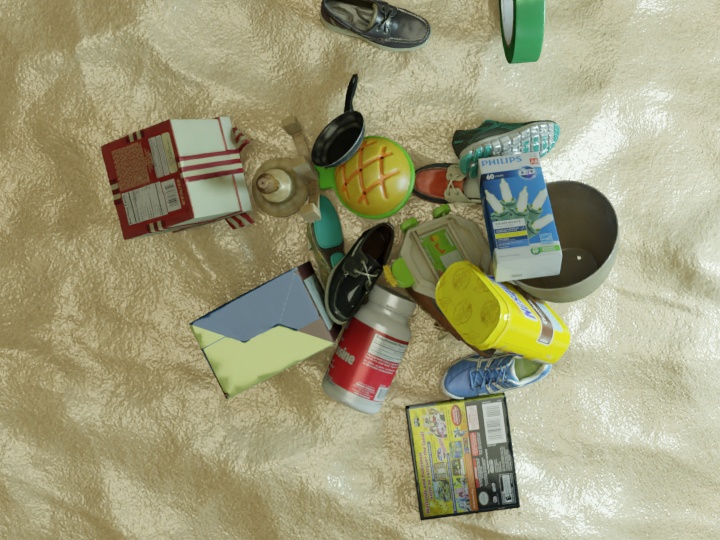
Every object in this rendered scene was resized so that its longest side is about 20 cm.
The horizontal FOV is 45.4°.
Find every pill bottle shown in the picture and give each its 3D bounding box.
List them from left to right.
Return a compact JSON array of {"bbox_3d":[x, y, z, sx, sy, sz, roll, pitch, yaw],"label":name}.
[{"bbox_3d":[0.019,0.131,1.468,0.111,0.112,0.203,24,93,1],"label":"pill bottle"}]

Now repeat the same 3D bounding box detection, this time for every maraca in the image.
[{"bbox_3d":[0.005,-0.166,1.462,0.198,0.107,0.139,28,91,28],"label":"maraca"}]

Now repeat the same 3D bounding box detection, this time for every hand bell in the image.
[{"bbox_3d":[-0.147,-0.142,1.419,0.102,0.200,0.106,0,93,4],"label":"hand bell"}]

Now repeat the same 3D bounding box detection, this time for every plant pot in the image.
[{"bbox_3d":[0.334,-0.027,1.420,0.197,0.135,0.203,-12,57,19],"label":"plant pot"}]

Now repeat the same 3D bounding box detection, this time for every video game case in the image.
[{"bbox_3d":[0.179,0.327,1.513,0.177,0.026,0.204,-8,93,3],"label":"video game case"}]

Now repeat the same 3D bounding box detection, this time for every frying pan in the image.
[{"bbox_3d":[-0.037,-0.243,1.461,0.114,0.192,0.031,-31,129,24],"label":"frying pan"}]

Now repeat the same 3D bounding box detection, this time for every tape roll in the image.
[{"bbox_3d":[0.257,-0.438,1.384,0.047,0.200,0.205,-4,93,2],"label":"tape roll"}]

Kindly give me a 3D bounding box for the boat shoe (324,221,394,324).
[{"bbox_3d":[0.000,0.000,1.432,0.072,0.067,0.202,40,55,-16],"label":"boat shoe"}]

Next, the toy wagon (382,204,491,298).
[{"bbox_3d":[0.123,-0.019,1.449,0.197,0.040,0.157,-22,72,-20],"label":"toy wagon"}]

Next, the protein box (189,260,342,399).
[{"bbox_3d":[-0.150,0.092,1.430,0.196,0.200,0.137,-27,92,4],"label":"protein box"}]

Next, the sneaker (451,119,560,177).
[{"bbox_3d":[0.243,-0.228,1.459,0.197,0.092,0.078,-15,137,-16],"label":"sneaker"}]

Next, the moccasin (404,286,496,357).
[{"bbox_3d":[0.153,0.074,1.479,0.200,0.078,0.074,37,63,5],"label":"moccasin"}]

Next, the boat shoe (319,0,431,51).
[{"bbox_3d":[0.025,-0.424,1.463,0.196,0.065,0.073,16,92,1],"label":"boat shoe"}]

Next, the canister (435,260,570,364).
[{"bbox_3d":[0.231,0.072,1.380,0.198,0.149,0.087,19,115,-42],"label":"canister"}]

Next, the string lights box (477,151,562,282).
[{"bbox_3d":[0.248,-0.087,1.363,0.101,0.059,0.203,-7,58,3],"label":"string lights box"}]

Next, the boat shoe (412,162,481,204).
[{"bbox_3d":[0.179,-0.145,1.472,0.196,0.063,0.073,7,95,4],"label":"boat shoe"}]

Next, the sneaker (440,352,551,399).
[{"bbox_3d":[0.232,0.171,1.471,0.196,0.077,0.077,-16,81,1],"label":"sneaker"}]

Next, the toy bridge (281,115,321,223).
[{"bbox_3d":[-0.094,-0.169,1.464,0.027,0.067,0.203,-20,63,14],"label":"toy bridge"}]

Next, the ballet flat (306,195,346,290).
[{"bbox_3d":[-0.057,-0.028,1.488,0.070,0.071,0.203,-21,80,4],"label":"ballet flat"}]

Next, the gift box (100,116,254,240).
[{"bbox_3d":[-0.283,-0.149,1.425,0.197,0.186,0.188,-8,96,27],"label":"gift box"}]
